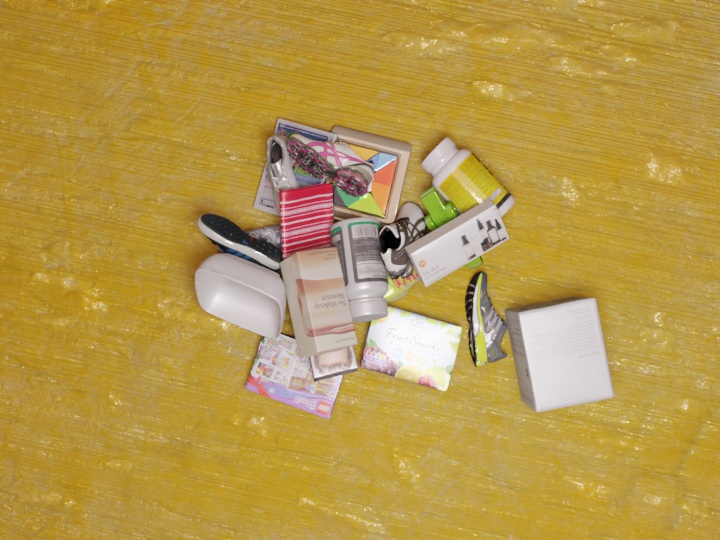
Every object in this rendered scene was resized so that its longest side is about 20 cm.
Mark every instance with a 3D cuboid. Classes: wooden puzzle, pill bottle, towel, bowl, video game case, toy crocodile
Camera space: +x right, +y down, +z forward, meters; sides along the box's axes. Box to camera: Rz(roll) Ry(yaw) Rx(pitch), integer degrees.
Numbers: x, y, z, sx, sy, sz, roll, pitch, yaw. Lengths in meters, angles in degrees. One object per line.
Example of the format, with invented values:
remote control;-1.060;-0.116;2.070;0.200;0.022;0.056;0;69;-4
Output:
wooden puzzle;0.005;-0.201;1.701;0.181;0.037;0.205;14;90;2
pill bottle;0.225;-0.182;1.655;0.112;0.112;0.200;-43;89;1
towel;-0.108;-0.078;1.650;0.143;0.022;0.205;-12;104;-41
pill bottle;0.000;0.000;1.633;0.110;0.113;0.205;-7;78;2
bowl;-0.239;0.044;1.612;0.196;0.201;0.076;21;61;3
video game case;-0.142;-0.215;1.702;0.140;0.018;0.204;17;92;13
toy crocodile;0.196;-0.088;1.641;0.067;0.062;0.201;-35;98;25

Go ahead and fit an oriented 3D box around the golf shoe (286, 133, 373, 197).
golf shoe;-0.064;-0.237;1.650;0.197;0.073;0.093;29;57;-9

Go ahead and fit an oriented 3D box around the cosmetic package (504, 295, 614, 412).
cosmetic package;0.408;0.168;1.617;0.162;0.167;0.205;-11;88;1

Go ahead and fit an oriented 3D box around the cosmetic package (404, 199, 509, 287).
cosmetic package;0.195;-0.055;1.570;0.197;0.051;0.084;-30;110;-2

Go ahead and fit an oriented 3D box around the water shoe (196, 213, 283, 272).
water shoe;-0.258;-0.041;1.612;0.197;0.072;0.079;29;123;-12

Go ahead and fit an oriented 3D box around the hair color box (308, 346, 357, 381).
hair color box;-0.074;0.124;1.662;0.098;0.061;0.204;-12;77;-6

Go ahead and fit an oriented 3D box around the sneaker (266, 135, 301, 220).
sneaker;-0.167;-0.191;1.653;0.073;0.087;0.204;-17;86;9

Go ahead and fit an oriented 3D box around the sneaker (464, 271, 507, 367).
sneaker;0.273;0.103;1.679;0.079;0.074;0.205;-4;95;-7

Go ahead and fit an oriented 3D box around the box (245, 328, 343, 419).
box;-0.137;0.223;1.699;0.196;0.039;0.140;20;89;2

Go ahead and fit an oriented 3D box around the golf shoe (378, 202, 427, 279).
golf shoe;0.086;-0.082;1.629;0.076;0.095;0.203;-15;44;29

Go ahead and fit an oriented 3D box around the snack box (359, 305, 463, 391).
snack box;0.109;0.164;1.685;0.196;0.053;0.145;15;89;2

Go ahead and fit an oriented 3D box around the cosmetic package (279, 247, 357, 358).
cosmetic package;-0.085;0.065;1.577;0.102;0.087;0.205;-9;82;-33

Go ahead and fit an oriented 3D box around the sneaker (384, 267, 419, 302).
sneaker;0.105;-0.004;1.669;0.199;0.090;0.079;-39;90;3

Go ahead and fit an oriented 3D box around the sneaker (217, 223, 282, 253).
sneaker;-0.217;-0.055;1.684;0.196;0.082;0.076;-15;89;2
